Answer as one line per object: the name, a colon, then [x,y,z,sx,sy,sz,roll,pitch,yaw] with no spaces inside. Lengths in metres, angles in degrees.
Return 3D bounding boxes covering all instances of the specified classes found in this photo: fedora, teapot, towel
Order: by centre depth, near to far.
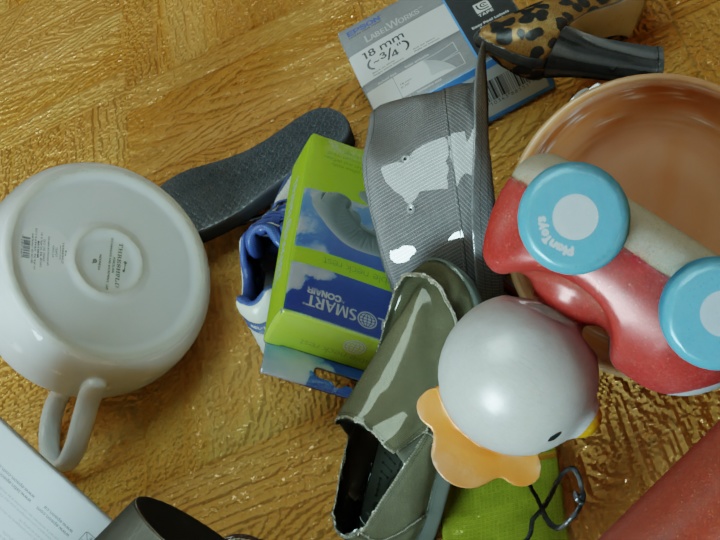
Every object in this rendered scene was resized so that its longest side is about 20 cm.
towel: [0.091,0.152,0.983,0.086,0.018,0.200,-19,44,17]
fedora: [0.050,-0.054,1.051,0.090,0.177,0.201,-5,81,4]
teapot: [-0.222,0.024,1.202,0.200,0.198,0.146,-41,1,-37]

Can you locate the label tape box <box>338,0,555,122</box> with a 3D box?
label tape box: [0.061,-0.196,1.287,0.144,0.063,0.200,-28,43,5]

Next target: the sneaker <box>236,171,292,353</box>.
sneaker: [-0.051,-0.022,1.178,0.075,0.088,0.200,-18,43,20]

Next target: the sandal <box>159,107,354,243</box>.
sandal: [-0.092,-0.068,1.287,0.200,0.043,0.076,-27,49,-6]

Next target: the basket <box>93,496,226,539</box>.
basket: [-0.144,0.248,0.898,0.180,0.136,0.200,36,91,4]

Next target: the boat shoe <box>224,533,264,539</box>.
boat shoe: [-0.043,0.222,0.962,0.070,0.070,0.200,-46,42,-12]

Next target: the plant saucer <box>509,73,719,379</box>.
plant saucer: [0.194,-0.028,0.998,0.199,0.037,0.201,0,87,5]

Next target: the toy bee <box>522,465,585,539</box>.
toy bee: [0.055,0.204,0.874,0.131,0.108,0.200,-54,23,43]

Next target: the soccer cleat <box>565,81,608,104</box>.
soccer cleat: [0.227,-0.090,1.090,0.200,0.068,0.073,10,65,36]

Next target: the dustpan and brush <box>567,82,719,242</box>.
dustpan and brush: [0.163,-0.016,1.049,0.139,0.057,0.200,30,103,24]

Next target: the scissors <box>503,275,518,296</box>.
scissors: [0.093,-0.028,1.148,0.200,0.014,0.073,27,70,42]

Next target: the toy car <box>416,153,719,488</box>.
toy car: [0.123,0.052,0.895,0.177,0.184,0.200,34,96,4]

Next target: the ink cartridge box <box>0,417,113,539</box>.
ink cartridge box: [-0.241,0.230,0.995,0.200,0.200,0.041,-48,7,-19]

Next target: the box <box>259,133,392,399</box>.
box: [0.000,0.000,1.108,0.048,0.122,0.200,121,162,-47]

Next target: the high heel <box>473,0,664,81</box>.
high heel: [0.154,-0.212,1.189,0.142,0.072,0.200,8,37,-6]

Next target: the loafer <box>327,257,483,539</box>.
loafer: [0.028,0.091,0.966,0.075,0.070,0.201,16,98,46]

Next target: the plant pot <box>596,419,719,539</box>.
plant pot: [0.211,0.168,0.779,0.195,0.201,0.201,-40,42,5]
